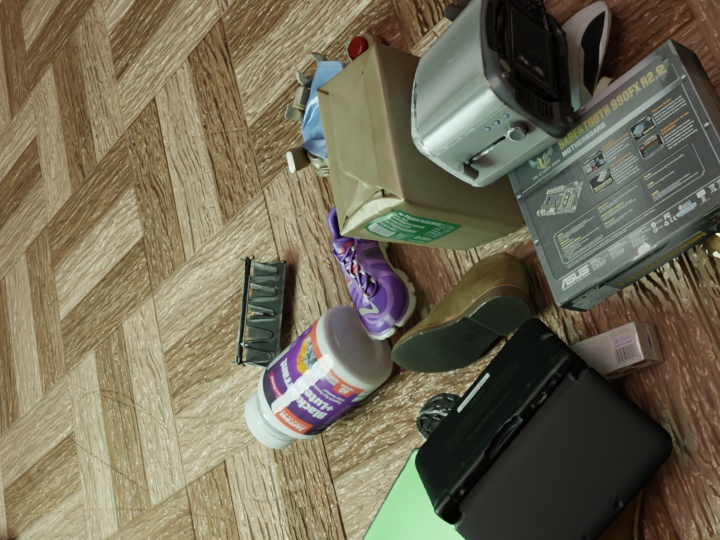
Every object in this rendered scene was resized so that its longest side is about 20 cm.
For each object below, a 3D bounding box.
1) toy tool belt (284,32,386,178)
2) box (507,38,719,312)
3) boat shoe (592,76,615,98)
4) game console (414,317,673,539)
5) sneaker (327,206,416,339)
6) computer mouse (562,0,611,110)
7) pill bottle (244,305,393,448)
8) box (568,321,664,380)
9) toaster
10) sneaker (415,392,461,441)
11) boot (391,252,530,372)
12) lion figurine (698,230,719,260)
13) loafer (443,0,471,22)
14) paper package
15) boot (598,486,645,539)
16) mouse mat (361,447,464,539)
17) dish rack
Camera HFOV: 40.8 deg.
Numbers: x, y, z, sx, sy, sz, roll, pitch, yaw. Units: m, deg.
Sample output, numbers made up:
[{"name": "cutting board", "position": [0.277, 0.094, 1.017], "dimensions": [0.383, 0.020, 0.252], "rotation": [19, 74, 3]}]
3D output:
[{"name": "toy tool belt", "position": [-0.033, -0.216, 1.238], "dimensions": [0.124, 0.122, 0.202], "rotation": [9, 90, 48]}, {"name": "box", "position": [0.236, -0.079, 0.863], "dimensions": [0.200, 0.048, 0.160], "rotation": [-38, 56, 36]}, {"name": "boat shoe", "position": [0.249, -0.084, 0.947], "dimensions": [0.067, 0.072, 0.202], "rotation": [13, 99, 22]}, {"name": "game console", "position": [0.167, 0.174, 0.935], "dimensions": [0.201, 0.116, 0.176], "rotation": [-51, 17, 6]}, {"name": "sneaker", "position": [0.000, 0.000, 1.170], "dimensions": [0.080, 0.083, 0.201], "rotation": [-40, 46, 15]}, {"name": "computer mouse", "position": [0.210, -0.183, 1.002], "dimensions": [0.110, 0.043, 0.202], "rotation": [-174, 96, -77]}, {"name": "pill bottle", "position": [-0.060, 0.142, 1.218], "dimensions": [0.200, 0.111, 0.112], "rotation": [-43, 54, 35]}, {"name": "box", "position": [0.209, 0.102, 0.980], "dimensions": [0.199, 0.038, 0.042], "rotation": [-30, 61, 41]}, {"name": "toaster", "position": [0.122, -0.178, 0.924], "dimensions": [0.129, 0.113, 0.202], "rotation": [-37, 36, 40]}, {"name": "sneaker", "position": [0.145, 0.199, 1.011], "dimensions": [0.074, 0.079, 0.200], "rotation": [-48, 42, -4]}, {"name": "boot", "position": [0.112, 0.051, 1.080], "dimensions": [0.200, 0.073, 0.076], "rotation": [-36, 34, 39]}, {"name": "lion figurine", "position": [0.343, -0.006, 0.827], "dimensions": [0.122, 0.072, 0.202], "rotation": [-32, 63, 44]}, {"name": "loafer", "position": [0.153, -0.287, 1.058], "dimensions": [0.071, 0.073, 0.200], "rotation": [-61, 31, 12]}, {"name": "paper package", "position": [0.068, -0.127, 1.057], "dimensions": [0.103, 0.199, 0.193], "rotation": [-28, 65, 42]}, {"name": "boot", "position": [0.224, 0.212, 0.921], "dimensions": [0.073, 0.075, 0.202], "rotation": [-19, 69, 46]}, {"name": "mouse mat", "position": [0.066, 0.330, 1.126], "dimensions": [0.161, 0.007, 0.201], "rotation": [45, 116, 42]}, {"name": "dish rack", "position": [-0.132, 0.056, 1.271], "dimensions": [0.200, 0.054, 0.155], "rotation": [109, 165, -85]}]
